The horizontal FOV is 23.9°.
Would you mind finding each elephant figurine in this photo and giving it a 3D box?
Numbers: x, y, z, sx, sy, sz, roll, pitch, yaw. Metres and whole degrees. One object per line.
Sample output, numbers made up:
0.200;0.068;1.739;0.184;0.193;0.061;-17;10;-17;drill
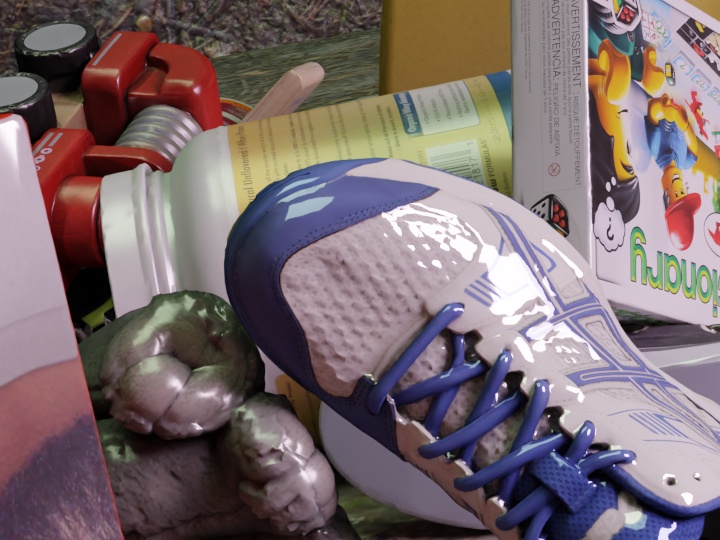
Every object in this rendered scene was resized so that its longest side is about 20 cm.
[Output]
-0.105;0.095;0.477;0.199;0.142;0.155;-29;-13;-10;elephant figurine

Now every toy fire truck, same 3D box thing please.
-0.105;-0.066;0.876;0.199;0.129;0.176;4;33;16;toy fire truck

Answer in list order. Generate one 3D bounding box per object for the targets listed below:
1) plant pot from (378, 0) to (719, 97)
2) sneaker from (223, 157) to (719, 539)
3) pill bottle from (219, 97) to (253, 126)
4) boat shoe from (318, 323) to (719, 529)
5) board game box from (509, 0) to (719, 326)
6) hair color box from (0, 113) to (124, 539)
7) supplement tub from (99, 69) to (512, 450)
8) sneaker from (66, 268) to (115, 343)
0.116;-0.124;1.002;0.199;0.177;0.200;-4;28;24;plant pot
0.054;0.043;0.444;0.075;0.200;0.088;-53;16;13;sneaker
-0.116;-0.043;1.094;0.109;0.110;0.200;-8;13;14;pill bottle
0.087;0.049;0.624;0.199;0.070;0.066;-8;5;12;boat shoe
0.122;-0.038;0.663;0.034;0.127;0.200;-7;-12;36;board game box
-0.103;0.080;0.336;0.064;0.201;0.111;1;17;46;hair color box
0.000;0.000;0.727;0.199;0.145;0.145;-11;13;-1;supplement tub
-0.164;0.043;0.911;0.199;0.072;0.083;-9;37;13;sneaker
